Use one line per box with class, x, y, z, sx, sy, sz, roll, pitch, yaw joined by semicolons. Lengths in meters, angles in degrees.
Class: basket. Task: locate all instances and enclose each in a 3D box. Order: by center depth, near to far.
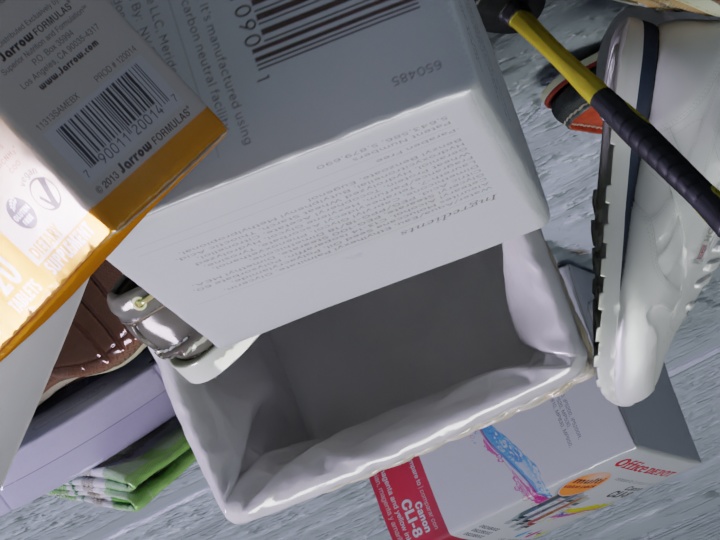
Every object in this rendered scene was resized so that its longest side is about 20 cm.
basket;0.000;0.000;1.310;0.199;0.199;0.161;-24;173;10

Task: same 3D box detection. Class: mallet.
mallet;0.101;-0.086;1.194;0.066;0.200;0.041;14;120;-51

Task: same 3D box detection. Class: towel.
towel;-0.120;0.080;1.523;0.149;0.031;0.200;-43;-164;-20

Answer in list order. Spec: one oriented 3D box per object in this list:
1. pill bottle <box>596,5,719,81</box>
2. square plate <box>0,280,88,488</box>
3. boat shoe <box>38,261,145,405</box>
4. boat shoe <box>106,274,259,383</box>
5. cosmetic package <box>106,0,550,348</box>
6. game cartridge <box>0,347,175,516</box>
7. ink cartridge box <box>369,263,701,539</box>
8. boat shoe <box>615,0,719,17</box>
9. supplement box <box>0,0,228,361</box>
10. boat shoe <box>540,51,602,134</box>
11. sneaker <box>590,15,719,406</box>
pill bottle;0.225;-0.109;1.387;0.199;0.110;0.109;-7;158;-36
square plate;-0.184;0.007;1.231;0.028;0.201;0.198;19;173;17
boat shoe;-0.160;0.025;1.455;0.202;0.075;0.075;-28;-179;41
boat shoe;-0.035;-0.040;1.196;0.060;0.072;0.202;38;97;-23
cosmetic package;-0.034;-0.088;1.070;0.164;0.166;0.200;-21;162;6
game cartridge;-0.156;0.076;1.507;0.199;0.041;0.133;-31;-167;11
ink cartridge box;0.116;0.107;1.860;0.199;0.145;0.145;-28;161;21
boat shoe;0.128;-0.156;1.231;0.076;0.072;0.199;-15;163;41
supplement box;-0.160;-0.075;0.906;0.074;0.200;0.126;-45;-177;-41
boat shoe;0.191;-0.094;1.475;0.199;0.063;0.071;-5;159;-36
sneaker;0.155;-0.025;1.276;0.080;0.201;0.076;4;-159;-3
